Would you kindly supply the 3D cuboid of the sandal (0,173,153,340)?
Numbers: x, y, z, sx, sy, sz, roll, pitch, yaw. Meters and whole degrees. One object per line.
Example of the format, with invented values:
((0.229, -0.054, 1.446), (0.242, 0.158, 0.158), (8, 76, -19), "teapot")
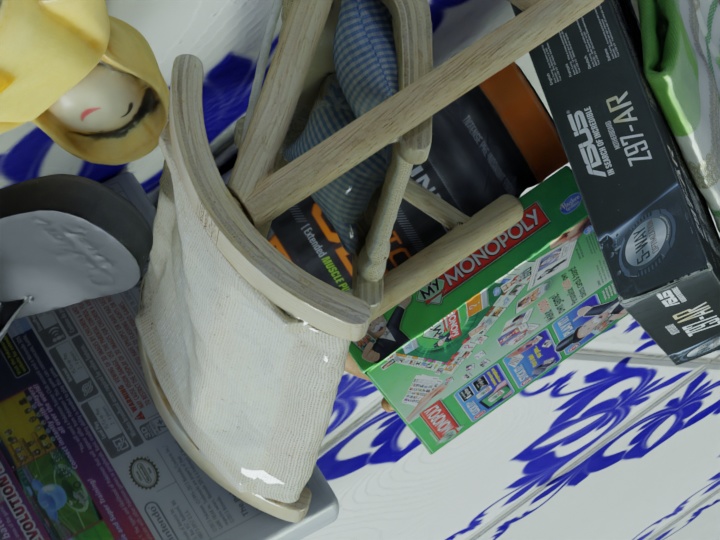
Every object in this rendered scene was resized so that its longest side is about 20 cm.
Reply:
((-0.167, 0.007, 1.079), (0.076, 0.043, 0.199), (37, 145, -27), "sandal")

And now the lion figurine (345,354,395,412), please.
((0.000, 0.000, 1.368), (0.200, 0.122, 0.073), (-48, -167, 22), "lion figurine")

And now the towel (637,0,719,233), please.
((0.172, -0.080, 1.238), (0.030, 0.150, 0.200), (-17, 137, 16), "towel")

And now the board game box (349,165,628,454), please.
((0.066, 0.024, 1.294), (0.134, 0.029, 0.200), (-34, 162, 0), "board game box")

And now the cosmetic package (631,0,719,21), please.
((0.184, -0.099, 1.436), (0.105, 0.071, 0.200), (-33, 162, 3), "cosmetic package")

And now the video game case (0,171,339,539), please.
((-0.135, 0.070, 1.156), (0.181, 0.201, 0.023), (-26, 153, -15), "video game case")

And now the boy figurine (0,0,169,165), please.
((-0.143, -0.077, 0.984), (0.124, 0.065, 0.200), (-41, 158, 17), "boy figurine")

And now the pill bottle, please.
((0.003, -0.031, 1.269), (0.199, 0.107, 0.106), (-33, 162, 3), "pill bottle")

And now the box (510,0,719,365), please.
((0.120, -0.067, 1.204), (0.043, 0.201, 0.160), (-22, 165, 11), "box")

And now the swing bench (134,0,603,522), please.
((-0.016, -0.033, 1.080), (0.200, 0.129, 0.199), (-53, 171, -27), "swing bench")
